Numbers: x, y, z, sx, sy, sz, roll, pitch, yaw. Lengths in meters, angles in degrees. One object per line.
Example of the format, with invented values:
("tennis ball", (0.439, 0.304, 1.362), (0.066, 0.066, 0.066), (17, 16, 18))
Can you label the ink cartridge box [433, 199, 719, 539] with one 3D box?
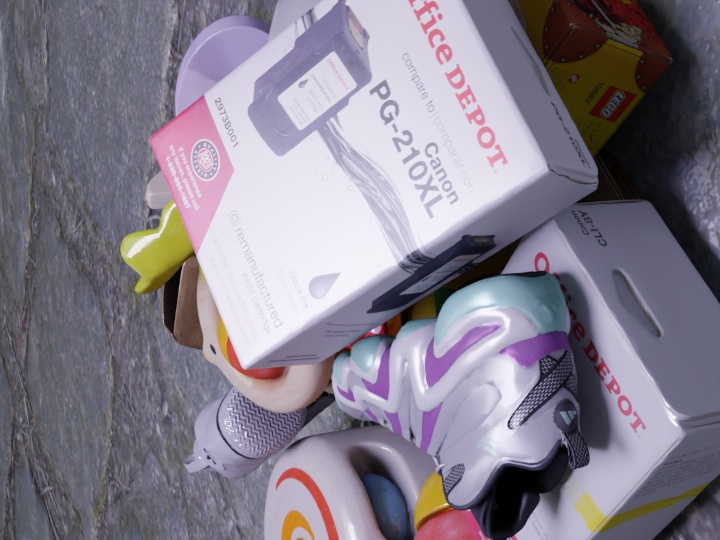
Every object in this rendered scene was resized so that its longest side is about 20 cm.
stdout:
("ink cartridge box", (0.126, 0.081, 0.614), (0.147, 0.082, 0.201), (63, 145, 32))

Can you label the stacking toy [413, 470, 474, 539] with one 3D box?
("stacking toy", (0.080, 0.177, 0.727), (0.146, 0.143, 0.203), (129, 141, -51))

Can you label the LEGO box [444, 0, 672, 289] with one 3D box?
("LEGO box", (0.079, -0.110, 0.670), (0.201, 0.076, 0.151), (-54, 38, 37))

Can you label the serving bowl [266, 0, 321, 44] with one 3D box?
("serving bowl", (-0.038, -0.145, 0.775), (0.200, 0.065, 0.204), (-166, 90, -85))

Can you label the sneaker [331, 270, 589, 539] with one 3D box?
("sneaker", (0.051, 0.097, 0.587), (0.200, 0.076, 0.143), (-37, 62, 58))

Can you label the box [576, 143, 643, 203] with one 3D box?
("box", (0.134, 0.032, 0.699), (0.201, 0.021, 0.165), (-61, 42, 44))

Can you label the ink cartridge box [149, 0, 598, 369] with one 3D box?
("ink cartridge box", (0.003, -0.059, 0.569), (0.198, 0.084, 0.147), (-33, 73, 24))

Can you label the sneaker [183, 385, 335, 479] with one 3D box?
("sneaker", (-0.065, 0.102, 0.891), (0.076, 0.199, 0.115), (53, 134, 1))

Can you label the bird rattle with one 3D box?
("bird rattle", (-0.059, 0.022, 0.744), (0.197, 0.112, 0.166), (23, 128, 27))

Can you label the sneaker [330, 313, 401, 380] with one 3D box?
("sneaker", (0.000, 0.000, 0.784), (0.077, 0.072, 0.203), (131, 140, -51))

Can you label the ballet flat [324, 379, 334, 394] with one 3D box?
("ballet flat", (-0.025, 0.004, 0.863), (0.070, 0.068, 0.203), (-47, 49, 53))

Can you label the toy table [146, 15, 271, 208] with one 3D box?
("toy table", (-0.106, -0.112, 0.978), (0.202, 0.180, 0.118), (77, 180, -47))

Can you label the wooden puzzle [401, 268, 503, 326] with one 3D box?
("wooden puzzle", (0.051, 0.000, 0.797), (0.200, 0.037, 0.188), (133, 138, -55))

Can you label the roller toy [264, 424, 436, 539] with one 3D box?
("roller toy", (0.004, 0.217, 0.842), (0.199, 0.137, 0.187), (3, 96, 61))

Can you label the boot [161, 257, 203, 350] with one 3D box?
("boot", (-0.111, -0.029, 0.874), (0.073, 0.074, 0.204), (32, 113, 55))
